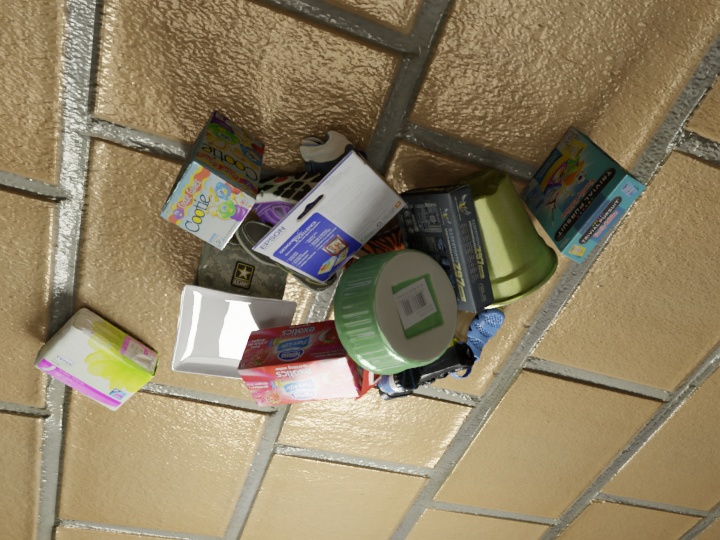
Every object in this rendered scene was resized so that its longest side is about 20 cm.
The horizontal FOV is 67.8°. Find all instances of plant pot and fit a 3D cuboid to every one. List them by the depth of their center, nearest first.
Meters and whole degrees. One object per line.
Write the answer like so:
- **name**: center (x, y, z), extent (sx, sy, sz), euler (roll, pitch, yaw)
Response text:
- **plant pot**: center (0.228, -0.069, 0.955), extent (0.197, 0.201, 0.186), euler (-23, 113, 10)

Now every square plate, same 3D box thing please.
- **square plate**: center (-0.232, 0.115, 0.973), extent (0.196, 0.029, 0.201), euler (10, 121, -17)

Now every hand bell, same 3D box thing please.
- **hand bell**: center (0.240, 0.038, 1.093), extent (0.103, 0.104, 0.201), euler (33, 102, -25)

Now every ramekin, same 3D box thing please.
- **ramekin**: center (0.064, 0.063, 0.863), extent (0.198, 0.203, 0.097), euler (32, 154, -25)

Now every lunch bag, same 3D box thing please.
- **lunch bag**: center (-0.235, 0.038, 1.008), extent (0.161, 0.118, 0.203), euler (15, 116, -19)

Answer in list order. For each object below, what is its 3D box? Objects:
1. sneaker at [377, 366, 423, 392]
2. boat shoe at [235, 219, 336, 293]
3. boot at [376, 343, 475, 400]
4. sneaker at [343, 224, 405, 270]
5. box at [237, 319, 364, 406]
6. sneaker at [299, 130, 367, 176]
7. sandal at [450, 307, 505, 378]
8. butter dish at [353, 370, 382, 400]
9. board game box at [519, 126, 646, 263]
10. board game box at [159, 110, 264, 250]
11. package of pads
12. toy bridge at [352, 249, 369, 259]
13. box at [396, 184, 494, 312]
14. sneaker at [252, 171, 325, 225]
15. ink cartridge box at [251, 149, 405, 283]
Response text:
- **sneaker**: center (0.095, 0.158, 1.040), extent (0.076, 0.200, 0.077), euler (51, 136, -6)
- **boat shoe**: center (-0.130, -0.032, 0.964), extent (0.200, 0.073, 0.060), euler (34, 154, -14)
- **boot**: center (0.150, 0.204, 1.130), extent (0.198, 0.164, 0.066), euler (-34, 80, 25)
- **sneaker**: center (0.063, -0.025, 0.998), extent (0.196, 0.113, 0.079), euler (-17, 125, 5)
- **box**: center (-0.098, 0.160, 0.927), extent (0.196, 0.096, 0.101), euler (-8, 127, 13)
- **sneaker**: center (-0.069, -0.154, 0.934), extent (0.199, 0.080, 0.148), euler (-30, 92, 45)
- **sandal**: center (0.244, 0.161, 1.160), extent (0.078, 0.088, 0.202), euler (24, 116, -19)
- **butter dish**: center (0.012, 0.116, 1.078), extent (0.198, 0.146, 0.203), euler (-32, 137, -39)
- **board game box**: center (0.363, -0.133, 0.905), extent (0.046, 0.201, 0.152), euler (22, 119, -20)
- **board game box**: center (-0.222, -0.145, 0.833), extent (0.102, 0.202, 0.105), euler (31, 117, -24)
- **package of pads**: center (-0.535, 0.185, 1.101), extent (0.154, 0.069, 0.200), euler (-38, 120, 19)
- **toy bridge**: center (0.000, 0.000, 0.940), extent (0.199, 0.027, 0.067), euler (41, 132, -11)
- **box**: center (0.138, -0.039, 0.909), extent (0.050, 0.157, 0.204), euler (-23, 105, -26)
- **sneaker**: center (-0.112, -0.113, 0.900), extent (0.198, 0.081, 0.084), euler (8, 134, 46)
- **ink cartridge box**: center (-0.046, -0.081, 0.812), extent (0.197, 0.047, 0.199), euler (-42, 149, 10)
